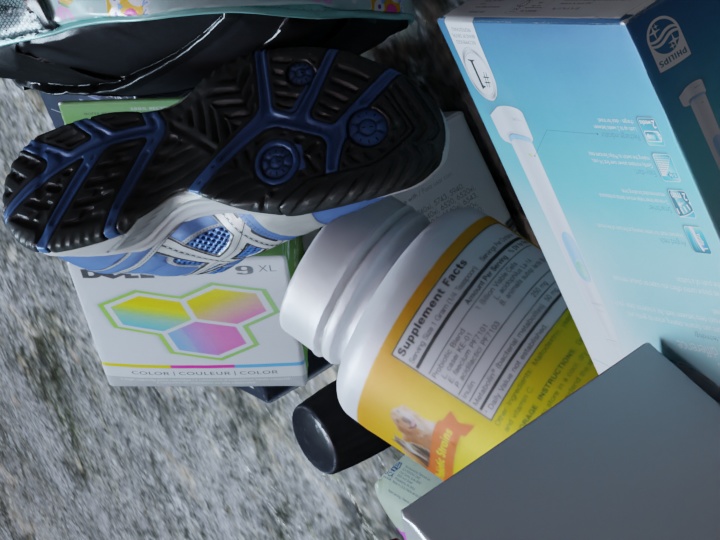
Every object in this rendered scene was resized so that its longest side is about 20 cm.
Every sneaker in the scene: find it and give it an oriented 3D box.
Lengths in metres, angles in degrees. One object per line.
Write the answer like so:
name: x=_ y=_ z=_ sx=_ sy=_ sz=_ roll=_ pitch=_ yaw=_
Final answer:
sneaker: x=-0.053 y=-0.043 z=1.188 sx=0.077 sy=0.199 sz=0.076 roll=42 pitch=-137 yaw=-61

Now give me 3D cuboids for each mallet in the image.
mallet: x=0.000 y=0.000 z=1.285 sx=0.041 sy=0.066 sz=0.201 roll=30 pitch=131 yaw=45

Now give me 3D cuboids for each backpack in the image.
backpack: x=-0.074 y=-0.153 z=1.231 sx=0.199 sy=0.175 sz=0.154 roll=7 pitch=95 yaw=51

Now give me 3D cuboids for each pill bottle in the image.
pill bottle: x=0.066 y=0.047 z=1.199 sx=0.199 sy=0.109 sz=0.109 roll=33 pitch=153 yaw=14

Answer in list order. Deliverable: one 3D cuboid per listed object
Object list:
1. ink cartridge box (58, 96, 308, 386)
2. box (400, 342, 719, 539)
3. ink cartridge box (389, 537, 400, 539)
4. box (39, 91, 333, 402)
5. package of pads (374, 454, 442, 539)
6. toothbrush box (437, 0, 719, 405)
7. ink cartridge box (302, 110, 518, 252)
ink cartridge box: x=-0.082 y=-0.009 z=1.305 sx=0.200 sy=0.103 sz=0.060 roll=84 pitch=-175 yaw=-64
box: x=0.105 y=0.149 z=1.070 sx=0.097 sy=0.124 sz=0.201 roll=43 pitch=158 yaw=39
ink cartridge box: x=0.032 y=0.268 z=1.445 sx=0.200 sy=0.082 sz=0.146 roll=54 pitch=155 yaw=38
box: x=-0.077 y=-0.052 z=1.475 sx=0.148 sy=0.107 sz=0.201 roll=20 pitch=138 yaw=59
package of pads: x=0.108 y=0.181 z=1.385 sx=0.200 sy=0.068 sz=0.154 roll=56 pitch=164 yaw=-27
toothbrush box: x=0.132 y=-0.027 z=1.048 sx=0.146 sy=0.085 sz=0.201 roll=9 pitch=127 yaw=64
ink cartridge box: x=0.025 y=-0.012 z=1.345 sx=0.201 sy=0.068 sz=0.116 roll=64 pitch=158 yaw=-14
